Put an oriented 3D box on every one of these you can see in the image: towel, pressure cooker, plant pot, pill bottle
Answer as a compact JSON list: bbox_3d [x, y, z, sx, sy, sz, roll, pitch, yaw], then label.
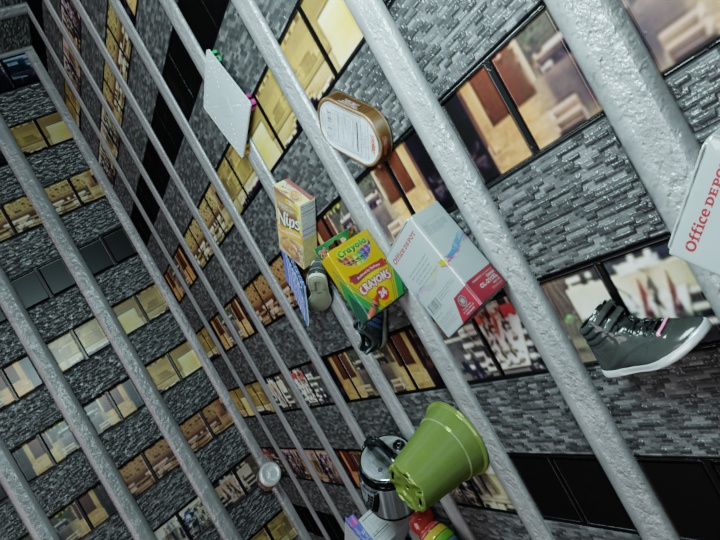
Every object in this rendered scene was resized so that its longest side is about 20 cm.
[{"bbox_3d":[-0.186,0.038,1.602,0.202,0.023,0.149,-120,21,-46],"label":"towel"},{"bbox_3d":[0.080,0.559,1.573,0.169,0.181,0.206,-3,122,13],"label":"pressure cooker"},{"bbox_3d":[0.168,0.451,1.328,0.198,0.188,0.205,35,142,33],"label":"plant pot"},{"bbox_3d":[-0.468,1.043,2.865,0.117,0.115,0.201,50,148,13],"label":"pill bottle"}]

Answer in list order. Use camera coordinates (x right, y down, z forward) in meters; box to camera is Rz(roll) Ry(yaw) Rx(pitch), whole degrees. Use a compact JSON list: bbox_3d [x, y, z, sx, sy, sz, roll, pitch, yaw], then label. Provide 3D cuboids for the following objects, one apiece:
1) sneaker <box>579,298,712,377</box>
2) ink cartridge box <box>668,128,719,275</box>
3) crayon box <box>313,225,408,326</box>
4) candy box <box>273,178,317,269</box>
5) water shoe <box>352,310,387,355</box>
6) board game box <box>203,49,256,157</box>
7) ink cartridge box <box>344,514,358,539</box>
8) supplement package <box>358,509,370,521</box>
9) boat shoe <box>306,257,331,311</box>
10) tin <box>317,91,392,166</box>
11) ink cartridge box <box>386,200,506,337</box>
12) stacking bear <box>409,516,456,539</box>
[{"bbox_3d":[0.385,0.083,0.800,0.100,0.070,0.200,50,153,5],"label":"sneaker"},{"bbox_3d":[0.442,-0.052,0.572,0.198,0.082,0.150,34,142,36],"label":"ink cartridge box"},{"bbox_3d":[0.000,0.000,1.253,0.203,0.125,0.051,54,149,7],"label":"crayon box"},{"bbox_3d":[-0.166,-0.119,1.469,0.114,0.055,0.205,37,143,33],"label":"candy box"},{"bbox_3d":[0.020,0.117,1.370,0.070,0.078,0.206,23,134,44],"label":"water shoe"},{"bbox_3d":[-0.347,-0.438,1.496,0.202,0.025,0.201,52,149,14],"label":"board game box"},{"bbox_3d":[-0.001,0.841,1.758,0.119,0.041,0.204,40,147,34],"label":"ink cartridge box"},{"bbox_3d":[0.073,0.842,1.840,0.111,0.153,0.204,42,145,28],"label":"supplement package"},{"bbox_3d":[-0.114,0.046,1.544,0.203,0.069,0.070,96,169,-55],"label":"boat shoe"},{"bbox_3d":[-0.015,-0.279,1.126,0.198,0.041,0.115,35,146,36],"label":"tin"},{"bbox_3d":[0.155,-0.002,1.062,0.202,0.082,0.147,52,149,13],"label":"ink cartridge box"},{"bbox_3d":[0.217,0.764,1.612,0.200,0.112,0.124,43,147,33],"label":"stacking bear"}]
